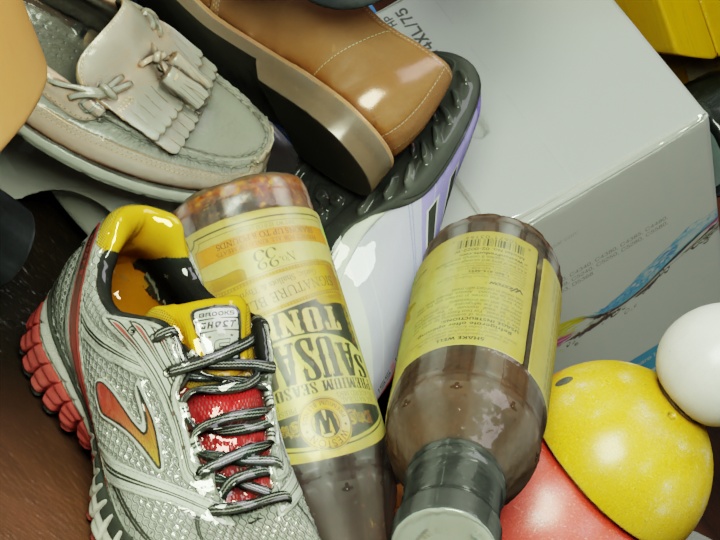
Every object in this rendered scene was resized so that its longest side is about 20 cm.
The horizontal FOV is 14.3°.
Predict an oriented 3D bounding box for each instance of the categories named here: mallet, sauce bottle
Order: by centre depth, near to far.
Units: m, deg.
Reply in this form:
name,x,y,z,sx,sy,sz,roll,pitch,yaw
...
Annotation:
name,x,y,z,sx,sy,sz,roll,pitch,yaw
sauce bottle,0.042,0.050,1.121,0.065,0.065,0.200,40,28,-13
sauce bottle,-0.021,0.062,1.127,0.066,0.066,0.201,11,56,-62
mallet,-0.178,-0.057,1.183,0.066,0.041,0.200,34,16,-28

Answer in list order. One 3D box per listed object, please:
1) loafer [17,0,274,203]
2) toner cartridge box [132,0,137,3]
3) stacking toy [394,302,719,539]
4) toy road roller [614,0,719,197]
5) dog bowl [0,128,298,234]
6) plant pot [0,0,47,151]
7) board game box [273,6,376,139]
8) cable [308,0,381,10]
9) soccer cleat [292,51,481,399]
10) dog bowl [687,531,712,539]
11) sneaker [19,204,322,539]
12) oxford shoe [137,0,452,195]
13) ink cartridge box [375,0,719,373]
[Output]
name,x,y,z,sx,sy,sz,roll,pitch,yaw
loafer,-0.122,-0.092,1.178,0.199,0.063,0.072,26,44,-6
toner cartridge box,-0.083,-0.143,1.399,0.095,0.043,0.200,36,-18,-20
stacking toy,0.096,0.085,1.188,0.146,0.200,0.146,41,17,-15
toy road roller,0.161,-0.141,1.399,0.146,0.123,0.201,19,-45,58
dog bowl,-0.086,-0.041,1.306,0.200,0.059,0.200,39,18,-15
plant pot,-0.199,-0.083,0.956,0.140,0.200,0.200,56,11,-23
board game box,-0.051,-0.136,1.630,0.200,0.056,0.196,28,23,-43
cable,-0.014,-0.153,1.216,0.199,0.051,0.163,15,20,23
soccer cleat,0.000,0.000,1.224,0.068,0.201,0.073,14,-21,38
dog bowl,0.180,0.191,1.387,0.200,0.059,0.200,40,16,-14
sneaker,-0.066,0.055,1.064,0.078,0.082,0.200,-1,42,-38
oxford shoe,-0.039,-0.109,1.227,0.200,0.071,0.071,38,-14,30
ink cartridge box,0.076,-0.030,1.385,0.147,0.146,0.200,55,-10,32
